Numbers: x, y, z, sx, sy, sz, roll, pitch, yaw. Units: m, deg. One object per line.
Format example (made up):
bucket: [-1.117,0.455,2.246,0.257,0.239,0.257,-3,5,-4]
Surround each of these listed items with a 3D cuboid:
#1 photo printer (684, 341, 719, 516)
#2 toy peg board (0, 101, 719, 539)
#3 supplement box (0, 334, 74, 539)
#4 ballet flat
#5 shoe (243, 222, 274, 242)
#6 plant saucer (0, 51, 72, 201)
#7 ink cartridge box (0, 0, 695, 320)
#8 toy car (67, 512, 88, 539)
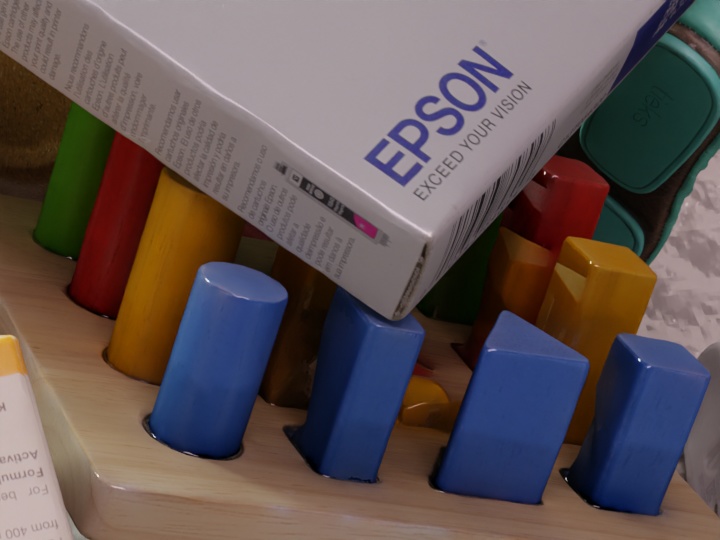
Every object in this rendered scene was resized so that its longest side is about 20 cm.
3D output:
photo printer: [0.219,0.108,0.898,0.199,0.070,0.167,6,58,-13]
toy peg board: [0.000,0.000,0.742,0.199,0.098,0.199,9,19,-25]
supplement box: [-0.102,0.135,0.629,0.073,0.126,0.200,-10,65,-21]
ballet flat: [0.094,-0.047,0.877,0.067,0.200,0.070,42,60,3]
shoe: [-0.009,-0.018,0.893,0.200,0.091,0.072,36,56,7]
plant saucer: [-0.106,-0.103,0.850,0.035,0.200,0.200,-13,63,-44]
ink cartridge box: [-0.015,-0.104,0.729,0.200,0.043,0.196,35,48,9]
toy car: [-0.024,0.142,0.763,0.175,0.150,0.200,-8,63,-52]
